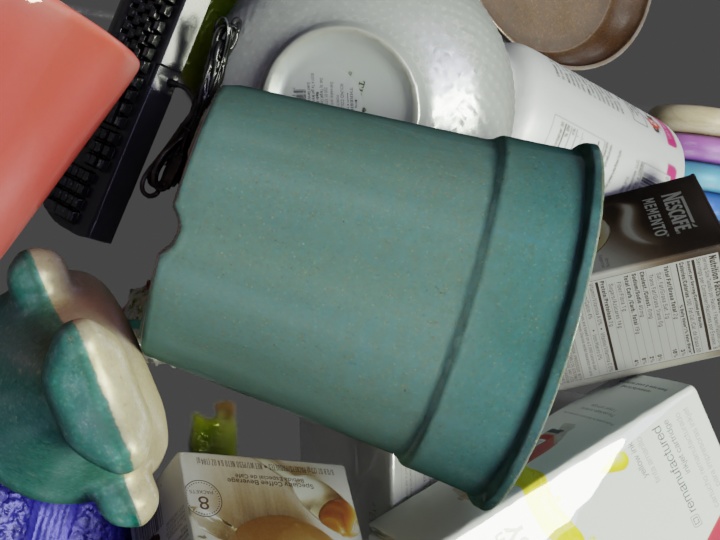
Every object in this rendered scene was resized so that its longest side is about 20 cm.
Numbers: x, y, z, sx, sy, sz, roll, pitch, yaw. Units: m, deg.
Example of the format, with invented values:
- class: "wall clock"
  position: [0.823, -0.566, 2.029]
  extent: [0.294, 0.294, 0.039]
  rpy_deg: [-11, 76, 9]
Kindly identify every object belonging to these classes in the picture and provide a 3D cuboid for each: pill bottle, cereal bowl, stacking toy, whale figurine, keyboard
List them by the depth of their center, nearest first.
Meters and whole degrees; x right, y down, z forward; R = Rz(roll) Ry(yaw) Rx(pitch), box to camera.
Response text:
- class: "whale figurine"
  position: [-0.161, 0.069, 0.668]
  extent: [0.104, 0.200, 0.159]
  rpy_deg: [-22, 96, -15]
- class: "keyboard"
  position: [-0.118, -0.111, 0.718]
  extent: [0.021, 0.127, 0.200]
  rpy_deg: [20, 93, -47]
- class: "cereal bowl"
  position: [-0.005, -0.098, 0.770]
  extent: [0.200, 0.083, 0.200]
  rpy_deg: [1, 99, 7]
- class: "pill bottle"
  position: [0.120, -0.090, 0.891]
  extent: [0.200, 0.113, 0.113]
  rpy_deg: [23, 79, -30]
- class: "stacking toy"
  position: [0.256, -0.026, 1.000]
  extent: [0.085, 0.085, 0.200]
  rpy_deg: [6, 92, -32]

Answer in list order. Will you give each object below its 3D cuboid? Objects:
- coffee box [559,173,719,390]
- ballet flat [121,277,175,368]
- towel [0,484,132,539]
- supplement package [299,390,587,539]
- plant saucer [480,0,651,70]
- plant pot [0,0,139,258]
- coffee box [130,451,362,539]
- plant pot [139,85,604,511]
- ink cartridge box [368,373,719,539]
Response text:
- class: "coffee box"
  position: [0.136, 0.015, 0.827]
  extent: [0.200, 0.113, 0.080]
  rpy_deg: [-14, 114, 9]
- class: "ballet flat"
  position: [-0.055, 0.029, 0.815]
  extent: [0.200, 0.064, 0.076]
  rpy_deg: [-10, 96, -32]
- class: "towel"
  position: [-0.185, 0.190, 0.747]
  extent: [0.200, 0.050, 0.148]
  rpy_deg: [23, 80, -30]
- class: "supplement package"
  position: [0.074, 0.151, 0.864]
  extent: [0.200, 0.120, 0.121]
  rpy_deg: [-3, 93, -31]
- class: "plant saucer"
  position: [0.135, -0.242, 0.932]
  extent: [0.200, 0.034, 0.200]
  rpy_deg: [5, 82, -35]
- class: "plant pot"
  position: [-0.237, -0.074, 0.636]
  extent: [0.200, 0.200, 0.177]
  rpy_deg: [29, 87, -29]
- class: "coffee box"
  position: [-0.050, 0.207, 0.694]
  extent: [0.114, 0.080, 0.200]
  rpy_deg: [9, 47, -32]
- class: "plant pot"
  position: [0.000, 0.000, 0.664]
  extent: [0.196, 0.200, 0.200]
  rpy_deg: [18, 81, -3]
- class: "ink cartridge box"
  position: [0.127, 0.173, 0.759]
  extent: [0.200, 0.083, 0.145]
  rpy_deg: [-28, 101, -17]
